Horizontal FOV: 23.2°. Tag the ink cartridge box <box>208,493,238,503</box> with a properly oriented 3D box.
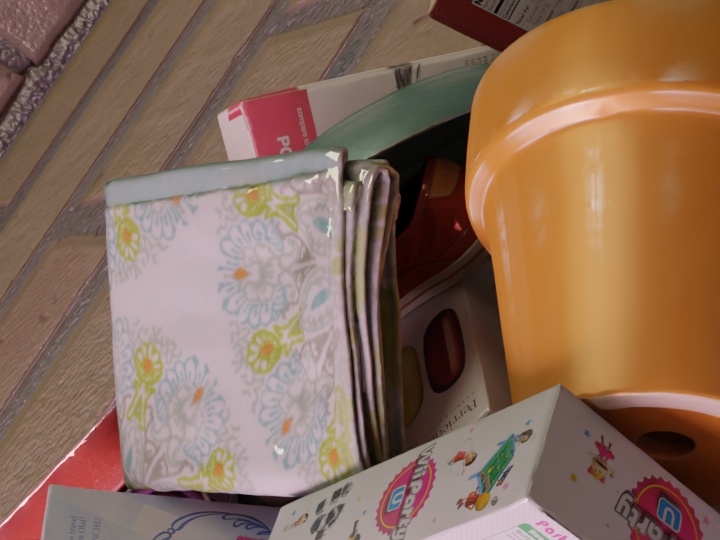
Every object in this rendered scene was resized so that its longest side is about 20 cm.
[{"bbox_3d":[-0.135,0.176,1.092,0.200,0.099,0.039,-81,-11,-80],"label":"ink cartridge box"}]

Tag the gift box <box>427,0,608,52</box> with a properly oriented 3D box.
[{"bbox_3d":[0.159,-0.215,1.114,0.185,0.200,0.187,-55,13,29],"label":"gift box"}]

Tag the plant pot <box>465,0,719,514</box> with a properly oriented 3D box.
[{"bbox_3d":[0.142,0.007,0.810,0.200,0.200,0.184,-30,43,45],"label":"plant pot"}]

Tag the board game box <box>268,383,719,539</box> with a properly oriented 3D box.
[{"bbox_3d":[0.065,0.146,0.793,0.200,0.147,0.064,-29,29,45],"label":"board game box"}]

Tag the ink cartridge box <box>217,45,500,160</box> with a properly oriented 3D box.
[{"bbox_3d":[0.015,-0.094,1.192,0.199,0.085,0.146,-15,4,-9],"label":"ink cartridge box"}]

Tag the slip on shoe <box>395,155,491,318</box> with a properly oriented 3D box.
[{"bbox_3d":[0.000,0.000,0.972,0.200,0.061,0.074,-37,27,37],"label":"slip on shoe"}]

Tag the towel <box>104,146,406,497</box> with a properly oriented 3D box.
[{"bbox_3d":[-0.059,0.030,0.898,0.200,0.048,0.172,-4,87,43],"label":"towel"}]

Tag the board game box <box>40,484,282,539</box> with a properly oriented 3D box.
[{"bbox_3d":[-0.072,0.207,0.887,0.200,0.198,0.043,-90,10,-45],"label":"board game box"}]

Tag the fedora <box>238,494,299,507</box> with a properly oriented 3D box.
[{"bbox_3d":[-0.058,0.085,1.218,0.201,0.092,0.201,-44,23,23],"label":"fedora"}]

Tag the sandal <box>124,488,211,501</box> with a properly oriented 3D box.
[{"bbox_3d":[-0.105,0.186,0.972,0.082,0.050,0.203,-14,43,-10],"label":"sandal"}]

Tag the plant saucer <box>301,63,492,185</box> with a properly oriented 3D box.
[{"bbox_3d":[0.026,-0.064,0.983,0.199,0.036,0.200,-26,-11,-6],"label":"plant saucer"}]

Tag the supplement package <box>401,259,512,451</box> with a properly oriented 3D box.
[{"bbox_3d":[0.060,0.083,0.953,0.114,0.109,0.200,-45,22,18],"label":"supplement package"}]

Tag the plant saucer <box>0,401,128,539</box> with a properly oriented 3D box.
[{"bbox_3d":[-0.119,0.089,1.086,0.200,0.037,0.200,-46,-4,16],"label":"plant saucer"}]
